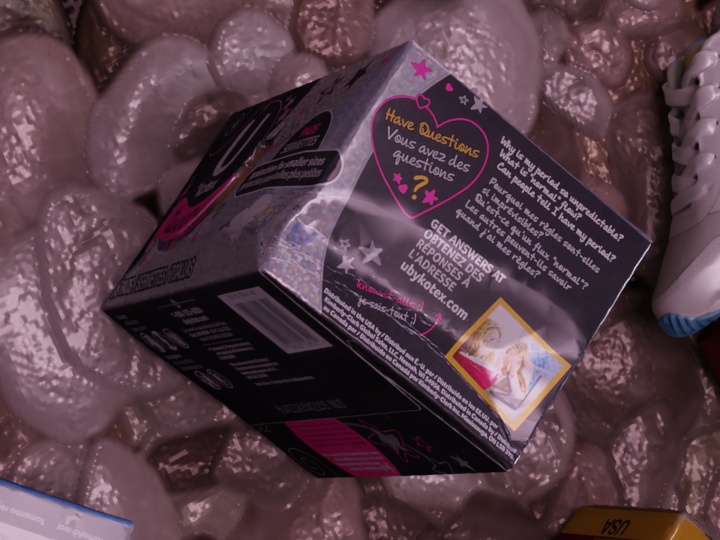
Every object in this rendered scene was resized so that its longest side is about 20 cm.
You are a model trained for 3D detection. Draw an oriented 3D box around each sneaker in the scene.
[{"bbox_3d":[0.174,-0.061,1.145,0.080,0.076,0.201,31,68,-10],"label":"sneaker"}]

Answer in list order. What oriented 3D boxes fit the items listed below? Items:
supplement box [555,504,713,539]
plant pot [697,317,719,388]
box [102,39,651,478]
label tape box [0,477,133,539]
[{"bbox_3d":[0.109,0.220,1.074,0.131,0.103,0.201,40,73,-16],"label":"supplement box"},{"bbox_3d":[0.275,0.027,1.121,0.176,0.200,0.200,39,72,-2],"label":"plant pot"},{"bbox_3d":[0.000,0.000,0.994,0.132,0.200,0.115,39,71,-15],"label":"box"},{"bbox_3d":[-0.190,0.174,0.976,0.142,0.066,0.202,21,77,-20],"label":"label tape box"}]
